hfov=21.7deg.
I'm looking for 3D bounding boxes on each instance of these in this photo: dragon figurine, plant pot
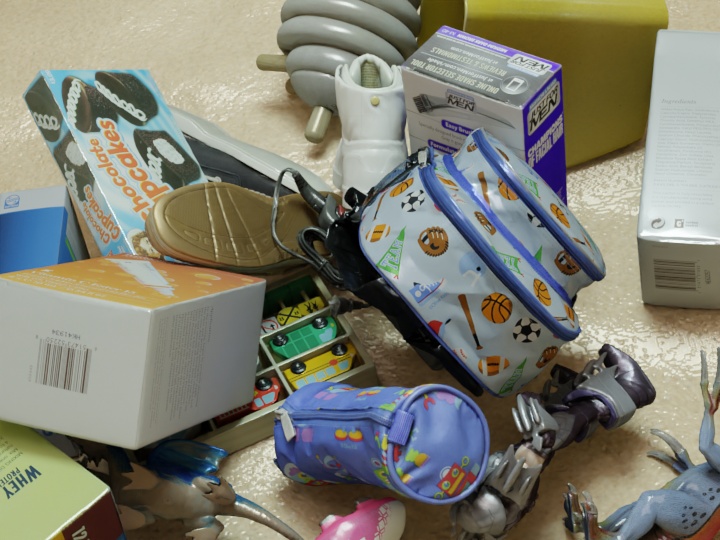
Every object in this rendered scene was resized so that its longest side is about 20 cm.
[{"bbox_3d":[-0.127,0.156,1.343,0.199,0.059,0.099,11,11,-8],"label":"dragon figurine"},{"bbox_3d":[0.151,-0.200,1.577,0.176,0.200,0.200,-1,44,-6],"label":"plant pot"}]

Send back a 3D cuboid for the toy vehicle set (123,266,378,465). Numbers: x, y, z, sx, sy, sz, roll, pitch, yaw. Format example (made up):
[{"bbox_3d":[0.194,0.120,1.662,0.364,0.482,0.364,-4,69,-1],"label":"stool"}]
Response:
[{"bbox_3d":[-0.101,0.081,1.452,0.200,0.027,0.124,-23,46,-12],"label":"toy vehicle set"}]

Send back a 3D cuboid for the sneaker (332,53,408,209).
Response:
[{"bbox_3d":[0.014,-0.117,1.510,0.073,0.116,0.200,0,10,-3],"label":"sneaker"}]

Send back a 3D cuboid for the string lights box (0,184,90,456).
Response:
[{"bbox_3d":[-0.251,0.040,1.467,0.059,0.103,0.200,-7,44,4],"label":"string lights box"}]

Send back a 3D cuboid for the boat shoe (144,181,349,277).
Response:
[{"bbox_3d":[-0.093,-0.023,1.475,0.200,0.069,0.074,2,66,-43],"label":"boat shoe"}]

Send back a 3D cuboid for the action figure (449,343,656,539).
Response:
[{"bbox_3d":[0.119,0.126,1.310,0.069,0.130,0.200,47,47,7],"label":"action figure"}]

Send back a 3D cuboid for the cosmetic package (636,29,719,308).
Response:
[{"bbox_3d":[0.259,-0.080,1.466,0.074,0.102,0.201,4,60,13],"label":"cosmetic package"}]

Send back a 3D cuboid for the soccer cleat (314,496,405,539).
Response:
[{"bbox_3d":[-0.034,0.235,1.269,0.200,0.070,0.086,-34,68,-21],"label":"soccer cleat"}]

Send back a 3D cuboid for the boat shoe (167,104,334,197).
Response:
[{"bbox_3d":[-0.111,-0.082,1.592,0.200,0.074,0.060,27,100,23],"label":"boat shoe"}]

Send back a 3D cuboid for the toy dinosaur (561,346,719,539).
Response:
[{"bbox_3d":[0.235,0.161,1.303,0.181,0.105,0.201,-5,78,-7],"label":"toy dinosaur"}]

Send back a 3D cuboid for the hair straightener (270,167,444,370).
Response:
[{"bbox_3d":[0.000,0.000,1.439,0.200,0.041,0.077,47,49,8],"label":"hair straightener"}]

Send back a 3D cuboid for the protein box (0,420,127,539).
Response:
[{"bbox_3d":[-0.291,0.203,1.289,0.200,0.135,0.198,30,57,34],"label":"protein box"}]

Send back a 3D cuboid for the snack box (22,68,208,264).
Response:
[{"bbox_3d":[-0.182,-0.075,1.526,0.116,0.037,0.200,-7,60,-46],"label":"snack box"}]

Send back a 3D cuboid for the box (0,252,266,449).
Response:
[{"bbox_3d":[-0.164,0.052,1.330,0.124,0.098,0.200,10,8,18],"label":"box"}]

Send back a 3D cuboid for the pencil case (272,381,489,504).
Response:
[{"bbox_3d":[0.008,0.115,1.298,0.200,0.087,0.078,-4,67,62],"label":"pencil case"}]

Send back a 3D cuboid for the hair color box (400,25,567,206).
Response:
[{"bbox_3d":[0.099,-0.079,1.448,0.109,0.200,0.065,23,52,29],"label":"hair color box"}]

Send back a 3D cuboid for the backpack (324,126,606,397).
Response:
[{"bbox_3d":[0.083,-0.001,1.320,0.154,0.200,0.191,-47,6,17],"label":"backpack"}]

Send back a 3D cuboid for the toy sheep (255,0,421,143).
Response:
[{"bbox_3d":[-0.014,-0.204,1.651,0.137,0.138,0.201,11,79,21],"label":"toy sheep"}]
